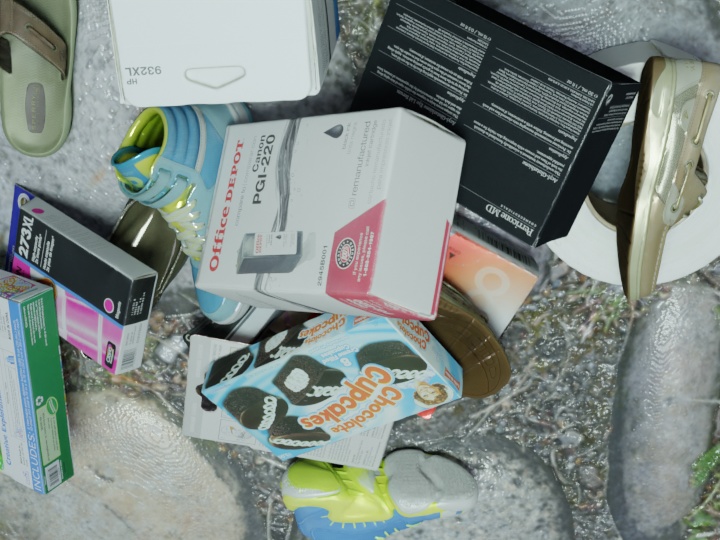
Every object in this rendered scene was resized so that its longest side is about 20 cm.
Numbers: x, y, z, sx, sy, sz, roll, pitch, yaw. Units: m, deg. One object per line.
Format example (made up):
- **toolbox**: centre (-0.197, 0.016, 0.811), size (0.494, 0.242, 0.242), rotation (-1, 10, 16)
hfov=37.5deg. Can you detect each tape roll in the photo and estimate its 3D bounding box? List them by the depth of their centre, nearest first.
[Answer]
- **tape roll**: centre (0.240, -0.092, 0.918), size (0.201, 0.071, 0.204), rotation (1, 114, 3)

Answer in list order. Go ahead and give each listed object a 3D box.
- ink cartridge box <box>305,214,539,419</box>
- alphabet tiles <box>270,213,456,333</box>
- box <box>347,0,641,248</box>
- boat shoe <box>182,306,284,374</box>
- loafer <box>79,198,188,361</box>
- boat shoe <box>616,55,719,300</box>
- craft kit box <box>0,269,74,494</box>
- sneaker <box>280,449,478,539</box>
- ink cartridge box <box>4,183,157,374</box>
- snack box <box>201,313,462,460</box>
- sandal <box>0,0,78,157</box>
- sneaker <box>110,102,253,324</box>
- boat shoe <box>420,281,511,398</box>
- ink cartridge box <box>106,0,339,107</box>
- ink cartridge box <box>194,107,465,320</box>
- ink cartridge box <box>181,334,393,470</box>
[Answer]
- **ink cartridge box**: centre (0.044, 0.038, 0.982), size (0.162, 0.050, 0.201), rotation (27, 109, -8)
- **alphabet tiles**: centre (0.000, 0.000, 1.002), size (0.199, 0.015, 0.197), rotation (-11, 112, 8)
- **box**: centre (0.100, -0.130, 0.857), size (0.200, 0.079, 0.142), rotation (34, 113, 23)
- **boat shoe**: centre (-0.095, 0.021, 0.972), size (0.057, 0.069, 0.200), rotation (45, 115, 5)
- **loafer**: centre (-0.210, 0.008, 0.986), size (0.075, 0.070, 0.201), rotation (24, 113, -7)
- **boat shoe**: centre (0.248, -0.069, 0.853), size (0.065, 0.072, 0.201), rotation (5, 109, 2)
- **craft kit box**: centre (-0.360, 0.088, 0.996), size (0.197, 0.048, 0.201), rotation (15, 117, 27)
- **sneaker**: centre (0.020, 0.241, 1.083), size (0.199, 0.076, 0.105), rotation (3, 126, 9)
- **ink cartridge box**: centre (-0.265, 0.004, 0.951), size (0.200, 0.037, 0.095), rotation (30, 117, 31)
- **snack box**: centre (-0.025, 0.095, 0.920), size (0.199, 0.037, 0.116), rotation (-24, 126, 29)
- **sandal**: centre (-0.283, -0.190, 0.910), size (0.079, 0.057, 0.202), rotation (1, 114, 2)
- **sneaker**: centre (-0.154, -0.049, 0.903), size (0.079, 0.130, 0.201), rotation (0, 94, 39)
- **boat shoe**: centre (0.059, 0.035, 0.930), size (0.073, 0.063, 0.200), rotation (-37, 114, 19)
- **ink cartridge box**: centre (-0.096, -0.195, 0.819), size (0.144, 0.200, 0.084), rotation (-2, 114, 4)
- **ink cartridge box**: centre (-0.029, -0.043, 0.839), size (0.085, 0.199, 0.147), rotation (19, 77, -44)
- **ink cartridge box**: centre (-0.063, 0.112, 1.003), size (0.199, 0.050, 0.161), rotation (12, 135, -3)
